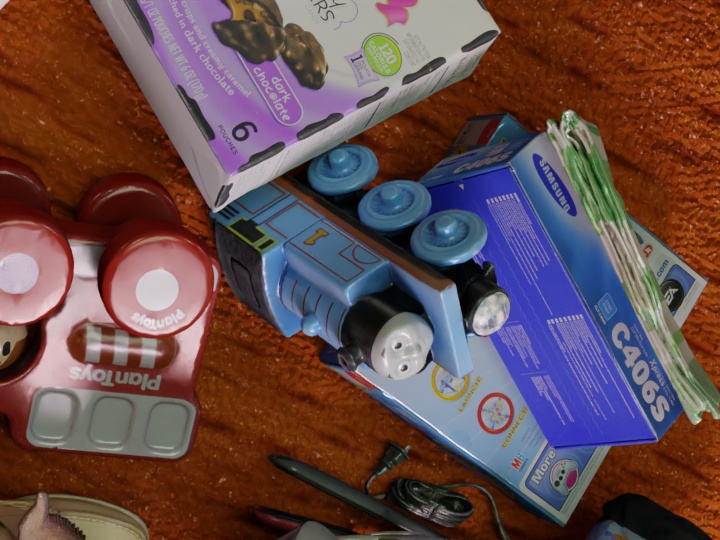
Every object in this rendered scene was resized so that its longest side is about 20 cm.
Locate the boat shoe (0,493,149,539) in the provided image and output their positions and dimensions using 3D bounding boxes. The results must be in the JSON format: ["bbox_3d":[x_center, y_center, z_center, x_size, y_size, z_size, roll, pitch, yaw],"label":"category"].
[{"bbox_3d":[-0.216,0.172,1.030,0.198,0.069,0.075,2,92,-23],"label":"boat shoe"}]

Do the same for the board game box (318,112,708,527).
[{"bbox_3d":[0.105,0.033,1.165,0.195,0.056,0.201,37,79,-20],"label":"board game box"}]

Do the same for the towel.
[{"bbox_3d":[0.174,-0.004,1.078,0.023,0.152,0.201,-27,86,12],"label":"towel"}]

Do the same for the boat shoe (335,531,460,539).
[{"bbox_3d":[0.024,0.196,1.091,0.198,0.063,0.072,-2,53,6],"label":"boat shoe"}]

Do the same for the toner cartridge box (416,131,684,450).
[{"bbox_3d":[0.118,0.017,1.084,0.043,0.095,0.201,-41,108,-37],"label":"toner cartridge box"}]

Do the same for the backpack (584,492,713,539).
[{"bbox_3d":[0.170,0.256,1.127,0.200,0.166,0.127,-49,153,-23],"label":"backpack"}]

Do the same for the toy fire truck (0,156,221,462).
[{"bbox_3d":[-0.180,0.033,1.026,0.198,0.112,0.169,6,109,-22],"label":"toy fire truck"}]

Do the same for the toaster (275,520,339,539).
[{"bbox_3d":[-0.031,0.267,1.001,0.118,0.200,0.181,-35,103,28],"label":"toaster"}]

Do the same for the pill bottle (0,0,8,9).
[{"bbox_3d":[-0.277,-0.216,0.962,0.200,0.109,0.110,46,76,-18],"label":"pill bottle"}]

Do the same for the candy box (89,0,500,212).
[{"bbox_3d":[-0.043,-0.160,1.057,0.199,0.072,0.169,-29,83,-19],"label":"candy box"}]

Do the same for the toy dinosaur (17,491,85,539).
[{"bbox_3d":[-0.172,0.203,0.981,0.135,0.086,0.202,-4,108,-36],"label":"toy dinosaur"}]

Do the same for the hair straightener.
[{"bbox_3d":[0.028,0.155,1.146,0.199,0.041,0.078,21,85,-20],"label":"hair straightener"}]

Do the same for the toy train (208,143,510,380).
[{"bbox_3d":[0.000,0.000,1.049,0.114,0.200,0.087,-34,133,-20],"label":"toy train"}]
